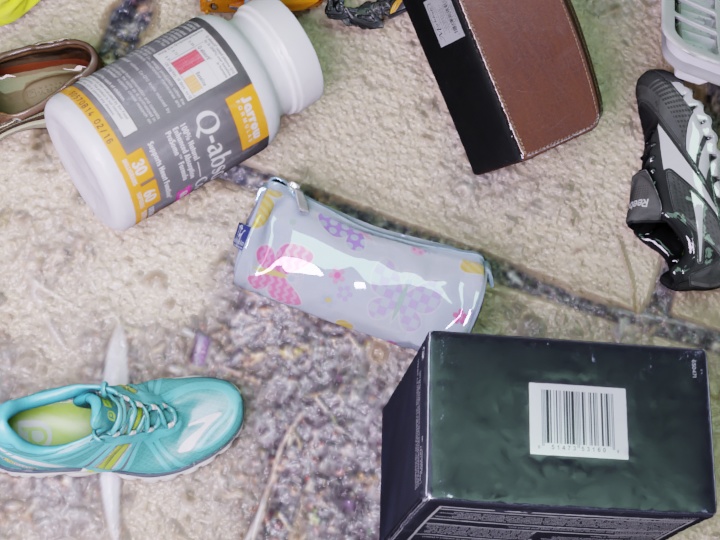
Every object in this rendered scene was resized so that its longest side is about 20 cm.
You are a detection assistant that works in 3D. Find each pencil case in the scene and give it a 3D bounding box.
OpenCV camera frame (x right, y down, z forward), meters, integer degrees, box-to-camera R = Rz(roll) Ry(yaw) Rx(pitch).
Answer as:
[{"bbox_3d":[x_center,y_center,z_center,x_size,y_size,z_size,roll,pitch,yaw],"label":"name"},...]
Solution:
[{"bbox_3d":[0.000,0.000,1.171,0.198,0.083,0.091,21,91,-2],"label":"pencil case"}]

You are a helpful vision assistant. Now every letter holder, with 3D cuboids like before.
[{"bbox_3d":[0.131,-0.200,1.224,0.141,0.100,0.201,-24,94,-18],"label":"letter holder"}]

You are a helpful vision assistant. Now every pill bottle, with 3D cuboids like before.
[{"bbox_3d":[-0.134,-0.127,1.176,0.199,0.116,0.117,-32,79,-17],"label":"pill bottle"}]

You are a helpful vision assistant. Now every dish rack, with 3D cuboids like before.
[{"bbox_3d":[0.341,-0.190,1.285,0.198,0.044,0.172,18,40,-3],"label":"dish rack"}]

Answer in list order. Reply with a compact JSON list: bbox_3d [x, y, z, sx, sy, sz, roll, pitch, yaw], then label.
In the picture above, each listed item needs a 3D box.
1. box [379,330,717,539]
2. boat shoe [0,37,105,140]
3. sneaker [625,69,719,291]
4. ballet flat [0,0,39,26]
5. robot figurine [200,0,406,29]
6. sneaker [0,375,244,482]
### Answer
[{"bbox_3d":[0.124,0.132,1.085,0.198,0.199,0.124,5,68,-8],"label":"box"},{"bbox_3d":[-0.295,-0.135,1.175,0.201,0.075,0.075,-23,76,-16],"label":"boat shoe"},{"bbox_3d":[0.254,-0.071,1.245,0.090,0.067,0.202,-14,76,-16],"label":"sneaker"},{"bbox_3d":[-0.245,-0.277,1.235,0.067,0.067,0.200,40,70,7],"label":"ballet flat"},{"bbox_3d":[-0.040,-0.271,1.270,0.198,0.058,0.146,-6,74,-10],"label":"robot figurine"},{"bbox_3d":[-0.177,0.114,1.103,0.198,0.080,0.078,-6,73,-19],"label":"sneaker"}]
